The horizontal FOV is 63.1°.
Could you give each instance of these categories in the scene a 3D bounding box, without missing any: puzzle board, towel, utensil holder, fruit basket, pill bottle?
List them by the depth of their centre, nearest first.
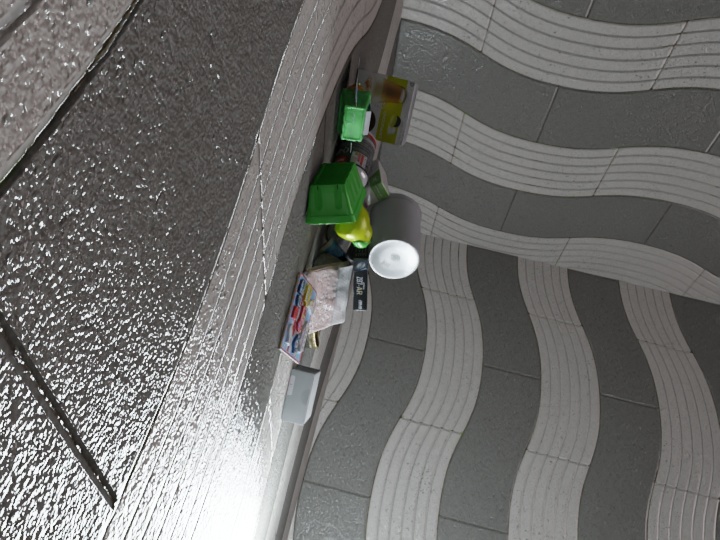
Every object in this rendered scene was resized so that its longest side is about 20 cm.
[{"bbox_3d":[-0.049,-0.153,1.501,0.215,0.150,0.223,0,90,-80],"label":"fruit basket"},{"bbox_3d":[-0.157,0.127,1.532,0.151,0.017,0.205,58,43,-64],"label":"puzzle board"},{"bbox_3d":[-0.010,-0.464,1.645,0.203,0.091,0.188,-79,179,-46],"label":"fruit basket"},{"bbox_3d":[-0.103,0.080,1.695,0.188,0.032,0.206,-12,120,-45],"label":"towel"},{"bbox_3d":[-0.025,-0.312,1.741,0.117,0.112,0.205,97,6,-64],"label":"pill bottle"},{"bbox_3d":[0.105,-0.104,1.780,0.203,0.164,0.173,-85,-176,-45],"label":"utensil holder"}]

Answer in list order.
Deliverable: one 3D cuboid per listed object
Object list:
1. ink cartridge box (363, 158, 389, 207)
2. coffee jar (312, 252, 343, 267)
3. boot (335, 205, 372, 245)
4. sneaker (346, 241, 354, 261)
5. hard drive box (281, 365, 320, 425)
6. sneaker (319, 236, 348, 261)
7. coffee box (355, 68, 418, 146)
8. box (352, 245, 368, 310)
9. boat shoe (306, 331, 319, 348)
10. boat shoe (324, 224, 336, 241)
[{"bbox_3d":[-0.014,-0.249,1.822,0.068,0.196,0.119,52,22,-42],"label":"ink cartridge box"},{"bbox_3d":[-0.095,0.023,1.843,0.087,0.102,0.201,-60,173,-16],"label":"coffee jar"},{"bbox_3d":[-0.035,-0.167,1.870,0.199,0.095,0.074,-41,169,-37],"label":"boot"},{"bbox_3d":[0.002,-0.099,1.921,0.201,0.060,0.103,-50,-159,-25],"label":"sneaker"},{"bbox_3d":[-0.187,0.394,1.877,0.200,0.074,0.161,82,20,-83],"label":"hard drive box"},{"bbox_3d":[-0.079,-0.036,1.900,0.078,0.090,0.200,-42,169,-2],"label":"sneaker"},{"bbox_3d":[0.075,-0.542,1.955,0.200,0.192,0.205,-61,165,-73],"label":"coffee box"},{"bbox_3d":[0.000,0.000,1.748,0.201,0.042,0.165,-89,-179,-67],"label":"box"},{"bbox_3d":[-0.144,0.156,1.821,0.075,0.064,0.204,-73,175,-57],"label":"boat shoe"},{"bbox_3d":[-0.047,-0.164,1.933,0.201,0.067,0.076,-53,145,-38],"label":"boat shoe"}]
